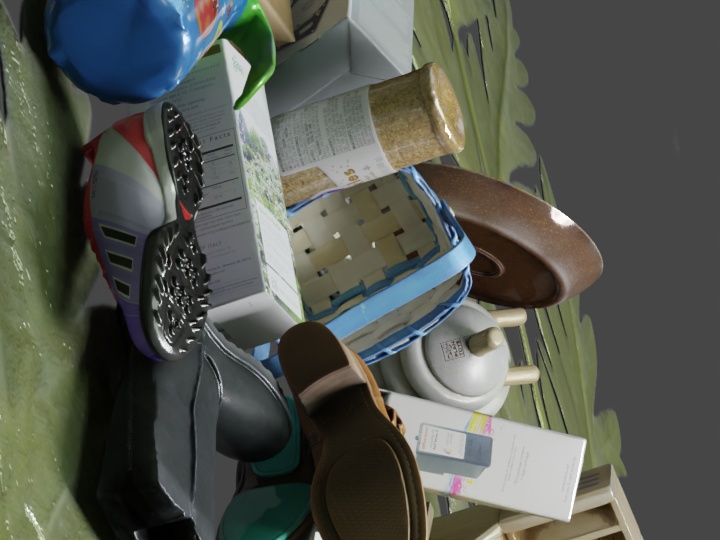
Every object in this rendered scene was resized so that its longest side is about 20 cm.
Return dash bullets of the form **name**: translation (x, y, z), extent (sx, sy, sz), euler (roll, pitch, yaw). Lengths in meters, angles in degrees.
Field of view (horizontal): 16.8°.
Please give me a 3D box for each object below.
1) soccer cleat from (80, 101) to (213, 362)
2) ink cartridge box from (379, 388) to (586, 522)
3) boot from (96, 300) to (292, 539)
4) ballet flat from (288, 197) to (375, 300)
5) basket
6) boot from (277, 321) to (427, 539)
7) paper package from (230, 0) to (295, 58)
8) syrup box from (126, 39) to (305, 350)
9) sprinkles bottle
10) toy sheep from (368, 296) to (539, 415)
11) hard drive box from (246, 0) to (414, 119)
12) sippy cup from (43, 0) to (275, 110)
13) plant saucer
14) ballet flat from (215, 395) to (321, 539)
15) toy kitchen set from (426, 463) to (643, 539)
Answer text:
- **soccer cleat**: translation (-0.136, -0.017, 1.498), extent (0.068, 0.073, 0.200), euler (55, 22, -44)
- **ink cartridge box**: translation (0.059, 0.136, 1.860), extent (0.117, 0.199, 0.068), euler (162, -58, -80)
- **boot**: translation (-0.097, 0.117, 1.487), extent (0.165, 0.066, 0.200), euler (48, 19, -31)
- **ballet flat**: translation (-0.032, -0.046, 1.941), extent (0.200, 0.072, 0.072), euler (53, 24, -51)
- **basket**: translation (0.000, 0.000, 1.792), extent (0.139, 0.176, 0.200), euler (60, 8, -13)
- **boot**: translation (0.006, 0.141, 1.617), extent (0.200, 0.077, 0.155), euler (61, 1, 27)
- **paper package**: translation (-0.135, -0.268, 1.750), extent (0.191, 0.103, 0.201), euler (52, 25, -51)
- **syrup box**: translation (-0.100, -0.051, 1.660), extent (0.079, 0.081, 0.201), euler (48, 27, -62)
- **sprinkles bottle**: translation (-0.028, -0.086, 1.732), extent (0.068, 0.199, 0.068), euler (-18, 90, -75)
- **toy sheep**: translation (0.064, 0.076, 1.977), extent (0.137, 0.200, 0.138), euler (11, 64, -23)
- **hard drive box**: translation (-0.040, -0.175, 1.864), extent (0.077, 0.156, 0.200), euler (45, 24, -25)
- **sippy cup**: translation (-0.142, -0.177, 1.568), extent (0.130, 0.177, 0.140), euler (-72, 168, -55)
- **plant saucer**: translation (0.093, -0.021, 1.940), extent (0.035, 0.200, 0.200), euler (-66, 148, -21)
- **ballet flat**: translation (-0.052, 0.159, 1.629), extent (0.200, 0.068, 0.069), euler (-80, 159, -61)
- **toy kitchen set**: translation (0.110, 0.221, 1.933), extent (0.200, 0.180, 0.164), euler (-72, 141, -66)
